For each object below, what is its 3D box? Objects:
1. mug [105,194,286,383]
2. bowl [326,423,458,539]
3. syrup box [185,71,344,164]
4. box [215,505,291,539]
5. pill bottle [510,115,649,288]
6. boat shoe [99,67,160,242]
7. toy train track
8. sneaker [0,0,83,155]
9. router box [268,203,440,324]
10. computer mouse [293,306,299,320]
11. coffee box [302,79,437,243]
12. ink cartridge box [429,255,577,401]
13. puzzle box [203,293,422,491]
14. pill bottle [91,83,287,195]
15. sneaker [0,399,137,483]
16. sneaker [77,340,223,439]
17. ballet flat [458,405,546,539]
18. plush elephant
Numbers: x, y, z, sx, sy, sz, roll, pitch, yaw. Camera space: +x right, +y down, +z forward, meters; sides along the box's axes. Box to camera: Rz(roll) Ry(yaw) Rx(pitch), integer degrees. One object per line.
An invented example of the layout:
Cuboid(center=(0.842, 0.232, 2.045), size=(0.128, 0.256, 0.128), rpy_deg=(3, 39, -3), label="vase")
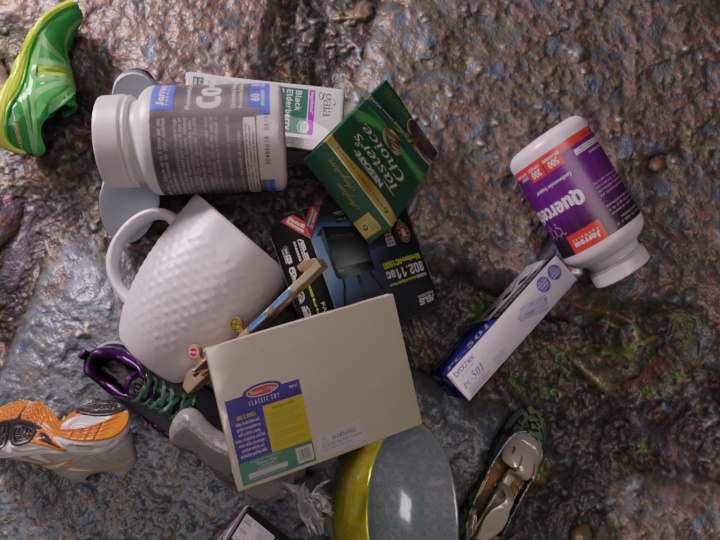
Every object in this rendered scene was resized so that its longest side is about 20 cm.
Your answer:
Cuboid(center=(-0.206, 0.014, 0.726), size=(0.198, 0.148, 0.177), rpy_deg=(38, 85, 9), label="mug")
Cuboid(center=(0.024, 0.283, 0.724), size=(0.105, 0.198, 0.208), rpy_deg=(-14, 83, 33), label="bowl")
Cuboid(center=(-0.119, -0.186, 0.788), size=(0.192, 0.081, 0.082), rpy_deg=(5, 85, -5), label="syrup box")
Cuboid(center=(-0.085, 0.363, 0.691), size=(0.198, 0.158, 0.050), rpy_deg=(39, 42, -1), label="box")
Cuboid(center=(0.286, -0.085, 0.809), size=(0.110, 0.112, 0.204), rpy_deg=(-30, 87, -9), label="pill bottle")
Cuboid(center=(-0.276, -0.144, 0.775), size=(0.068, 0.091, 0.207), rpy_deg=(7, 109, -17), label="boat shoe")
Cuboid(center=(-0.115, 0.050, 0.646), size=(0.199, 0.114, 0.033), rpy_deg=(-42, 79, 12), label="toy train track")
Cuboid(center=(-0.386, -0.235, 0.777), size=(0.082, 0.073, 0.206), rpy_deg=(24, 77, -28), label="sneaker")
Cuboid(center=(0.000, 0.000, 0.734), size=(0.197, 0.061, 0.154), rpy_deg=(-17, 85, -51), label="router box")
Cuboid(center=(-0.034, 0.120, 0.786), size=(0.057, 0.034, 0.205), rpy_deg=(-25, 86, -8), label="computer mouse")
Cuboid(center=(0.021, -0.136, 0.749), size=(0.124, 0.043, 0.201), rpy_deg=(51, 39, -13), label="coffee box")
Cuboid(center=(0.176, 0.072, 0.786), size=(0.044, 0.094, 0.200), rpy_deg=(44, 80, 1), label="ink cartridge box")
Cuboid(center=(-0.043, 0.113, 0.611), size=(0.194, 0.025, 0.138), rpy_deg=(-14, 92, -19), label="puzzle box")
Cuboid(center=(-0.179, -0.142, 0.683), size=(0.192, 0.114, 0.118), rpy_deg=(-3, 83, -6), label="pill bottle")
Cuboid(center=(-0.349, 0.208, 0.719), size=(0.192, 0.077, 0.095), rpy_deg=(-1, 122, 10), label="sneaker")
Cuboid(center=(-0.237, 0.152, 0.729), size=(0.196, 0.088, 0.076), rpy_deg=(28, 81, -2), label="sneaker")
Cuboid(center=(0.184, 0.265, 0.777), size=(0.073, 0.074, 0.204), rpy_deg=(30, 80, -2), label="ballet flat")
Cuboid(center=(-0.078, 0.180, 0.705), size=(0.200, 0.154, 0.166), rpy_deg=(44, 104, 12), label="plush elephant")
